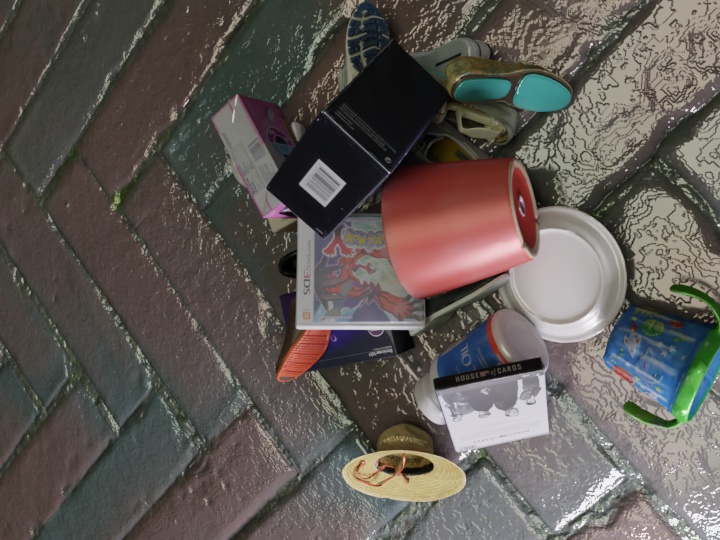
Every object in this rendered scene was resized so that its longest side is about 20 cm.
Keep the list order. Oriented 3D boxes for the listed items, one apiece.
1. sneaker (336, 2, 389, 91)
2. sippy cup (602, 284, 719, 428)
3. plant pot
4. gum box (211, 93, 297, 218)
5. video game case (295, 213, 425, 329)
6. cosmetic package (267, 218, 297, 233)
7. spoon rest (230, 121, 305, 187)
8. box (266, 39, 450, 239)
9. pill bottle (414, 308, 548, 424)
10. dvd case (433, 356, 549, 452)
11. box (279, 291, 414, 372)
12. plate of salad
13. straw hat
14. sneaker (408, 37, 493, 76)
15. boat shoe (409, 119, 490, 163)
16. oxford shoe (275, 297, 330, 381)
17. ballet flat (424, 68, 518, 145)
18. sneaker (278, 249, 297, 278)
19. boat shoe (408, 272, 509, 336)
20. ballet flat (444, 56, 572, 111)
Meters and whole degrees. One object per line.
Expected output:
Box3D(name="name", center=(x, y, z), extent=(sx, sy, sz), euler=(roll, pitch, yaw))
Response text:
Box3D(name="sneaker", center=(-0.007, -0.326, 1.135), extent=(0.085, 0.076, 0.202), euler=(21, 110, 59))
Box3D(name="sippy cup", center=(0.406, 0.114, 0.945), extent=(0.130, 0.140, 0.179), euler=(28, 84, 33))
Box3D(name="plant pot", center=(0.149, -0.071, 0.994), extent=(0.176, 0.200, 0.202), euler=(-11, 89, 28))
Box3D(name="gum box", center=(-0.141, -0.174, 1.123), extent=(0.066, 0.113, 0.201), euler=(-34, 77, 25))
Box3D(name="video game case", center=(0.000, 0.000, 1.087), extent=(0.198, 0.023, 0.184), euler=(0, 76, -3))
Box3D(name="cosmetic package", center=(-0.074, -0.150, 1.195), extent=(0.199, 0.071, 0.106), euler=(-23, 83, 27))
Box3D(name="spoon rest", center=(-0.162, -0.210, 1.253), extent=(0.199, 0.060, 0.100), euler=(-15, 86, 41))
Box3D(name="box", center=(-0.003, -0.182, 0.994), extent=(0.123, 0.199, 0.200), euler=(40, 144, -8))
Box3D(name="pill bottle", center=(0.176, 0.154, 1.063), extent=(0.200, 0.112, 0.113), euler=(-44, 75, 36))
Box3D(name="dvd case", center=(0.194, 0.198, 1.012), extent=(0.149, 0.201, 0.025), euler=(-13, 51, 7))
Box3D(name="box", center=(-0.025, 0.086, 1.190), extent=(0.199, 0.079, 0.142), euler=(-15, 90, 28))
Box3D(name="plate of salad", center=(0.292, 0.005, 1.029), extent=(0.199, 0.048, 0.202), euler=(9, 106, 35))
Box3D(name="straw hat", center=(0.072, 0.300, 1.149), extent=(0.200, 0.201, 0.086), euler=(-20, 42, 27))
Box3D(name="sneaker", center=(0.117, -0.307, 1.087), extent=(0.199, 0.070, 0.074), euler=(1, 97, 49))
Box3D(name="boat shoe", center=(0.109, -0.198, 1.088), extent=(0.202, 0.086, 0.075), euler=(41, 111, 18))
Box3D(name="oxford shoe", center=(-0.090, 0.091, 1.152), extent=(0.072, 0.071, 0.201), euler=(41, 106, 38))
Box3D(name="ballet flat", center=(0.139, -0.239, 1.035), extent=(0.198, 0.067, 0.064), euler=(19, 66, -7))
Box3D(name="sneaker", center=(-0.048, -0.021, 1.184), extent=(0.199, 0.087, 0.076), euler=(-19, 86, 27))
Box3D(name="boat shoe", center=(0.140, 0.037, 1.092), extent=(0.199, 0.075, 0.061), euler=(-34, 73, 32))
Box3D(name="ballet flat", center=(0.210, -0.272, 0.998), extent=(0.071, 0.198, 0.071), euler=(179, 90, -70))
